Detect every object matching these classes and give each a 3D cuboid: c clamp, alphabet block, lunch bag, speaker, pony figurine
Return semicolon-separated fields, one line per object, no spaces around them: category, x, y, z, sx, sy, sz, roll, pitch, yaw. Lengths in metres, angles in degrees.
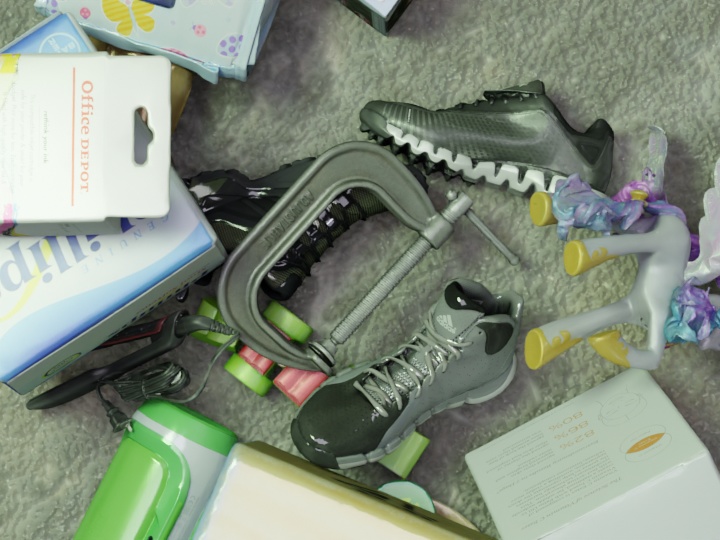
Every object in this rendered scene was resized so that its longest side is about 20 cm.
c clamp;0.000;0.000;1.708;0.200;0.027;0.171;-42;115;-6
alphabet block;-0.025;0.241;1.628;0.199;0.196;0.196;23;90;3
lunch bag;-0.127;-0.249;1.720;0.169;0.127;0.201;20;71;4
speaker;-0.166;0.196;1.738;0.088;0.088;0.201;27;89;3
pony figurine;0.216;-0.013;1.683;0.199;0.166;0.194;2;89;-31

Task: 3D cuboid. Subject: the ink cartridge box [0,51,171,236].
ink cartridge box;-0.222;-0.083;1.584;0.199;0.068;0.117;0;82;3

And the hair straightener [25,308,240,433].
hair straightener;-0.167;0.078;1.722;0.199;0.041;0.077;-15;85;31

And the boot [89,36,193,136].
boot;-0.237;-0.081;1.753;0.174;0.066;0.201;19;87;-3

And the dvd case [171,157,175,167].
dvd case;-0.215;-0.067;1.787;0.148;0.016;0.201;-17;87;1

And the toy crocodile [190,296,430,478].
toy crocodile;-0.038;0.084;1.750;0.200;0.062;0.068;38;89;3

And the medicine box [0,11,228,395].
medicine box;-0.222;-0.045;1.665;0.182;0.103;0.200;-34;82;-3

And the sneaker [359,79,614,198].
sneaker;0.100;-0.104;1.755;0.199;0.066;0.091;18;85;-1

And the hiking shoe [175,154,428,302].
hiking shoe;-0.045;-0.028;1.743;0.199;0.076;0.101;-8;80;1

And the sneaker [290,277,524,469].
sneaker;0.038;0.060;1.685;0.200;0.116;0.075;-26;59;-33

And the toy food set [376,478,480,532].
toy food set;0.014;0.259;1.747;0.200;0.049;0.198;-39;86;0

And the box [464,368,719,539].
box;0.175;0.171;1.659;0.152;0.200;0.107;-27;107;2

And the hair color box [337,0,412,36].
hair color box;0.054;-0.276;1.746;0.061;0.099;0.200;36;89;3
